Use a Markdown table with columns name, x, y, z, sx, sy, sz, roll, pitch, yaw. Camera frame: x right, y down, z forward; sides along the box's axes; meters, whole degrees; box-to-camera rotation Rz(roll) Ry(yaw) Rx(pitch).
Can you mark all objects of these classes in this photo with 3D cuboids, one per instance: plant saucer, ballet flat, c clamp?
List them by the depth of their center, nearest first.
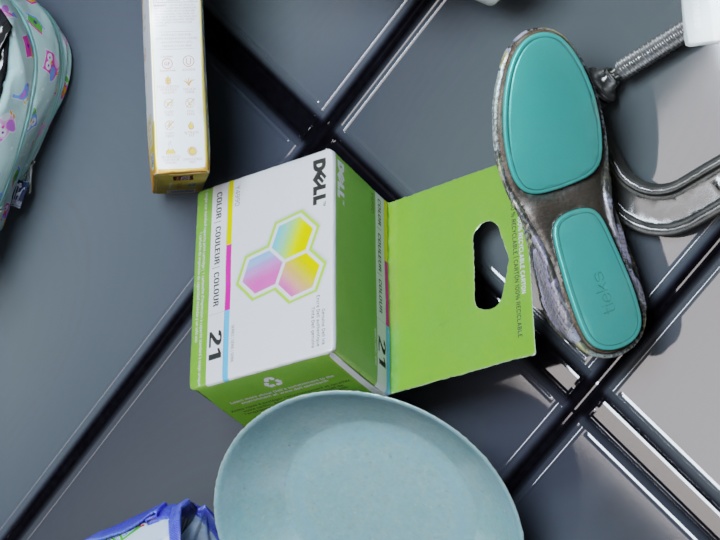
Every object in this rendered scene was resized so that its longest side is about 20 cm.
| name | x | y | z | sx | sy | sz | roll | pitch | yaw |
| --- | --- | --- | --- | --- | --- | --- | --- | --- | --- |
| c clamp | 0.207 | -0.123 | 1.255 | 0.200 | 0.027 | 0.171 | -37 | 79 | 20 |
| ballet flat | 0.118 | -0.045 | 1.264 | 0.072 | 0.072 | 0.201 | -13 | 94 | 26 |
| plant saucer | 0.008 | 0.154 | 1.311 | 0.201 | 0.039 | 0.201 | 7 | 118 | 14 |

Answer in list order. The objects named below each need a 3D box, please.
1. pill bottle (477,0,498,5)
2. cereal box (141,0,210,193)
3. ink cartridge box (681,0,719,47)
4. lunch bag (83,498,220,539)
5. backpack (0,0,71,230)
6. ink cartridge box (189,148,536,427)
| name | x | y | z | sx | sy | sz | roll | pitch | yaw |
| --- | --- | --- | --- | --- | --- | --- | --- | --- | --- |
| pill bottle | 0.006 | -0.237 | 1.269 | 0.200 | 0.109 | 0.109 | 23 | 101 | -10 |
| cereal box | -0.120 | -0.154 | 1.354 | 0.039 | 0.144 | 0.200 | -3 | 87 | -6 |
| ink cartridge box | 0.281 | -0.214 | 1.203 | 0.200 | 0.047 | 0.160 | -5 | 87 | 26 |
| lunch bag | -0.137 | 0.264 | 1.363 | 0.170 | 0.124 | 0.200 | -26 | 87 | 23 |
| backpack | -0.290 | -0.108 | 1.446 | 0.167 | 0.127 | 0.200 | 29 | 101 | 13 |
| ink cartridge box | 0.000 | 0.000 | 1.296 | 0.200 | 0.076 | 0.148 | -17 | 55 | 26 |
